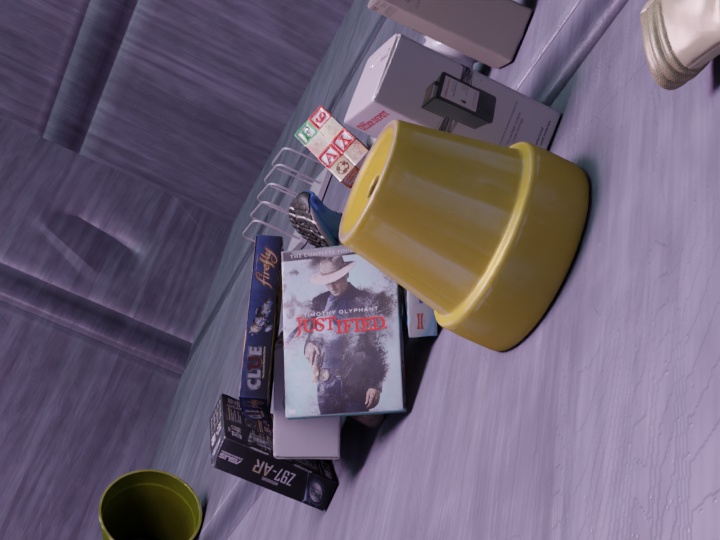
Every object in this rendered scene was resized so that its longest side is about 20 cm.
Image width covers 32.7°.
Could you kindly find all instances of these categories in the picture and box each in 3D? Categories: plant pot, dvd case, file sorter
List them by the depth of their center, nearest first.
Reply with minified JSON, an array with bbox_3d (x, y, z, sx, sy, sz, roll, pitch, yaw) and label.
[{"bbox_3d":[0.089,-0.047,1.183,0.201,0.188,0.201,-157,90,-78],"label":"plant pot"},{"bbox_3d":[-0.021,0.070,1.435,0.022,0.145,0.201,40,-133,-70],"label":"dvd case"},{"bbox_3d":[-0.427,0.534,2.442,0.201,0.200,0.193,-79,5,-47],"label":"plant pot"},{"bbox_3d":[-0.160,-0.151,2.704,0.139,0.124,0.201,-38,29,66],"label":"file sorter"}]

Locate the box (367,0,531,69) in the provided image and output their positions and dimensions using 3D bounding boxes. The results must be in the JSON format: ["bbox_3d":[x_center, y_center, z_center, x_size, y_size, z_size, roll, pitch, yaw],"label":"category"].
[{"bbox_3d":[0.117,-0.346,1.621,0.082,0.199,0.068,-66,11,-6],"label":"box"}]

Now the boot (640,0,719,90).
[{"bbox_3d":[0.290,-0.250,0.959,0.155,0.073,0.201,140,146,-60],"label":"boot"}]

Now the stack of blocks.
[{"bbox_3d":[0.000,-0.149,1.796,0.059,0.115,0.200,-47,-30,5],"label":"stack of blocks"}]

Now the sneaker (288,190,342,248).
[{"bbox_3d":[-0.029,-0.065,1.807,0.078,0.200,0.090,27,78,43],"label":"sneaker"}]

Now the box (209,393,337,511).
[{"bbox_3d":[-0.120,0.238,1.637,0.044,0.160,0.200,-65,12,7],"label":"box"}]

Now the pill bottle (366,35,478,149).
[{"bbox_3d":[0.097,-0.243,1.734,0.201,0.112,0.112,-65,11,5],"label":"pill bottle"}]

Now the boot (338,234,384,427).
[{"bbox_3d":[0.002,0.069,1.494,0.200,0.064,0.187,-77,-25,-46],"label":"boot"}]

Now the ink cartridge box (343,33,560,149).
[{"bbox_3d":[0.097,-0.169,1.359,0.084,0.199,0.145,-68,11,-8],"label":"ink cartridge box"}]

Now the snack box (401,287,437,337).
[{"bbox_3d":[0.064,-0.011,1.484,0.200,0.037,0.117,-100,7,-71],"label":"snack box"}]

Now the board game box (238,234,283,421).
[{"bbox_3d":[-0.120,0.073,1.509,0.136,0.034,0.201,97,177,-72],"label":"board game box"}]

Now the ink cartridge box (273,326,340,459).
[{"bbox_3d":[-0.065,0.151,1.562,0.200,0.083,0.145,-88,-1,-87],"label":"ink cartridge box"}]
